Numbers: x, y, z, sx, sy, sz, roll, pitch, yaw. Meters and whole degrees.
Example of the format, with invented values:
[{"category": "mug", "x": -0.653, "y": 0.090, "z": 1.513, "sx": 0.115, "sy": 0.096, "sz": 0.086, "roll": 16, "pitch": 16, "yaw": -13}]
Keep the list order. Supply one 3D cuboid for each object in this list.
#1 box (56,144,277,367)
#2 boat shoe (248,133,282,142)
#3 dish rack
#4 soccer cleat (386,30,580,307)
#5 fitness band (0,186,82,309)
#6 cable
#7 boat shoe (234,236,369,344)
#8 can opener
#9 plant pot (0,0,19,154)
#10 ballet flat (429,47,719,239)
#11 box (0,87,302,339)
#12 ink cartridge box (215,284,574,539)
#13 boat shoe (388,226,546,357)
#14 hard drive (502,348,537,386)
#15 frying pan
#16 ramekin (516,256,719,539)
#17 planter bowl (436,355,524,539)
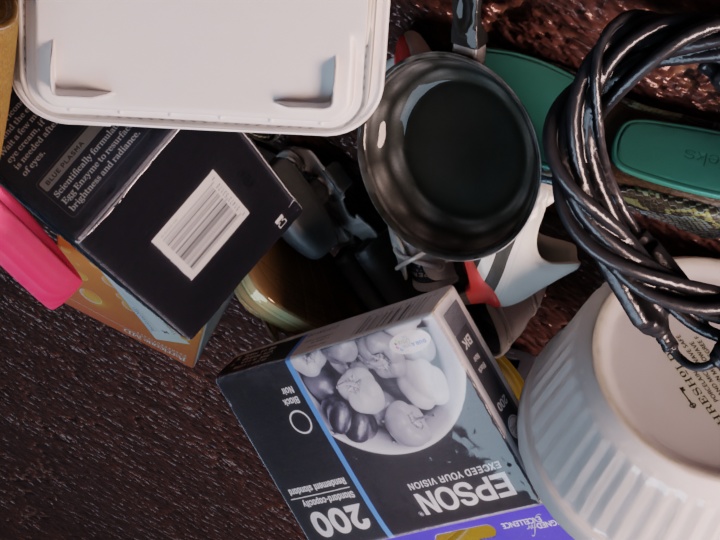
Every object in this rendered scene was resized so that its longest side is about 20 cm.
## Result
[{"category": "box", "x": -0.144, "y": -0.029, "z": 1.291, "sx": 0.124, "sy": 0.098, "sz": 0.200, "roll": 26, "pitch": 155, "yaw": 1}, {"category": "boat shoe", "x": -0.092, "y": -0.135, "z": 1.082, "sx": 0.075, "sy": 0.061, "sz": 0.200, "roll": 11, "pitch": 151, "yaw": 30}, {"category": "dish rack", "x": -0.083, "y": -0.147, "z": 0.904, "sx": 0.199, "sy": 0.044, "sz": 0.173, "roll": 3, "pitch": 112, "yaw": -3}, {"category": "soccer cleat", "x": 0.073, "y": -0.063, "z": 1.065, "sx": 0.085, "sy": 0.069, "sz": 0.201, "roll": -18, "pitch": 124, "yaw": 8}, {"category": "fitness band", "x": -0.255, "y": -0.047, "z": 1.183, "sx": 0.144, "sy": 0.037, "sz": 0.200, "roll": 46, "pitch": 176, "yaw": 33}, {"category": "cable", "x": 0.185, "y": -0.047, "z": 0.914, "sx": 0.163, "sy": 0.051, "sz": 0.201, "roll": -24, "pitch": 108, "yaw": 23}, {"category": "boat shoe", "x": -0.035, "y": 0.026, "z": 1.238, "sx": 0.062, "sy": 0.074, "sz": 0.200, "roll": -24, "pitch": 156, "yaw": 25}, {"category": "can opener", "x": 0.000, "y": 0.000, "z": 1.206, "sx": 0.200, "sy": 0.066, "sz": 0.053, "roll": 51, "pitch": 152, "yaw": -15}, {"category": "plant pot", "x": -0.258, "y": -0.071, "z": 0.915, "sx": 0.186, "sy": 0.187, "sz": 0.200, "roll": 30, "pitch": 114, "yaw": -8}, {"category": "ballet flat", "x": 0.131, "y": -0.065, "z": 0.995, "sx": 0.199, "sy": 0.074, "sz": 0.074, "roll": 23, "pitch": 155, "yaw": 13}, {"category": "box", "x": -0.163, "y": -0.082, "z": 1.078, "sx": 0.200, "sy": 0.118, "sz": 0.197, "roll": 39, "pitch": 174, "yaw": 22}, {"category": "ink cartridge box", "x": 0.028, "y": 0.123, "z": 1.158, "sx": 0.197, "sy": 0.043, "sz": 0.201, "roll": -19, "pitch": 108, "yaw": 40}, {"category": "boat shoe", "x": 0.053, "y": -0.016, "z": 1.158, "sx": 0.072, "sy": 0.069, "sz": 0.200, "roll": 8, "pitch": 149, "yaw": 35}, {"category": "hard drive", "x": 0.062, "y": 0.095, "z": 1.390, "sx": 0.199, "sy": 0.042, "sz": 0.135, "roll": 10, "pitch": 150, "yaw": 32}, {"category": "frying pan", "x": 0.042, "y": -0.099, "z": 0.959, "sx": 0.114, "sy": 0.031, "sz": 0.191, "roll": -4, "pitch": 103, "yaw": 35}, {"category": "ramekin", "x": 0.201, "y": 0.082, "z": 1.067, "sx": 0.201, "sy": 0.203, "sz": 0.094, "roll": 24, "pitch": 143, "yaw": 6}, {"category": "planter bowl", "x": 0.022, "y": 0.127, "z": 1.277, "sx": 0.199, "sy": 0.202, "sz": 0.083, "roll": 10, "pitch": 168, "yaw": 32}]
